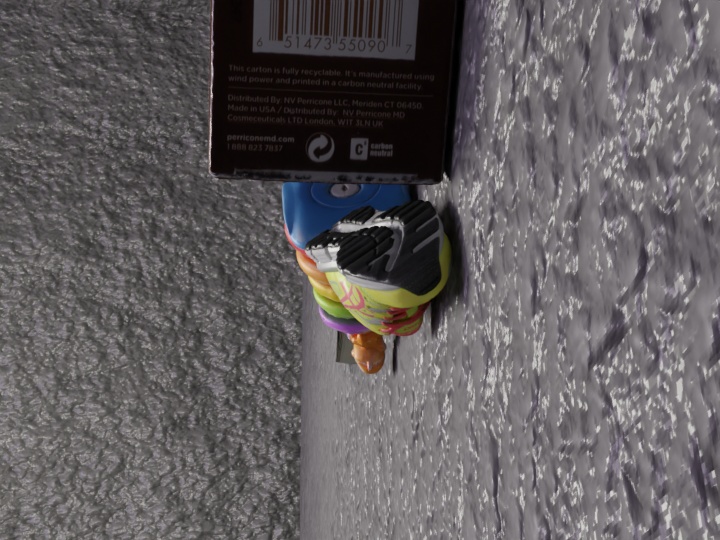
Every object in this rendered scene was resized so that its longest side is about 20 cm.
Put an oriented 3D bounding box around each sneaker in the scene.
[{"bbox_3d":[0.026,0.007,0.758,0.091,0.078,0.200,60,171,-12],"label":"sneaker"}]

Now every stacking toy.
[{"bbox_3d":[-0.003,0.011,0.945,0.117,0.108,0.202,-99,1,-53],"label":"stacking toy"}]

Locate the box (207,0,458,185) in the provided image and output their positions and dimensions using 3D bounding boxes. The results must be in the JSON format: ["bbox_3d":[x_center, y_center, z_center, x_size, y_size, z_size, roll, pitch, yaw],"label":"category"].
[{"bbox_3d":[-0.025,-0.167,0.781,0.200,0.163,0.167,-103,15,-71],"label":"box"}]

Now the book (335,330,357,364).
[{"bbox_3d":[0.000,0.000,1.147,0.201,0.047,0.136,98,176,-63],"label":"book"}]
